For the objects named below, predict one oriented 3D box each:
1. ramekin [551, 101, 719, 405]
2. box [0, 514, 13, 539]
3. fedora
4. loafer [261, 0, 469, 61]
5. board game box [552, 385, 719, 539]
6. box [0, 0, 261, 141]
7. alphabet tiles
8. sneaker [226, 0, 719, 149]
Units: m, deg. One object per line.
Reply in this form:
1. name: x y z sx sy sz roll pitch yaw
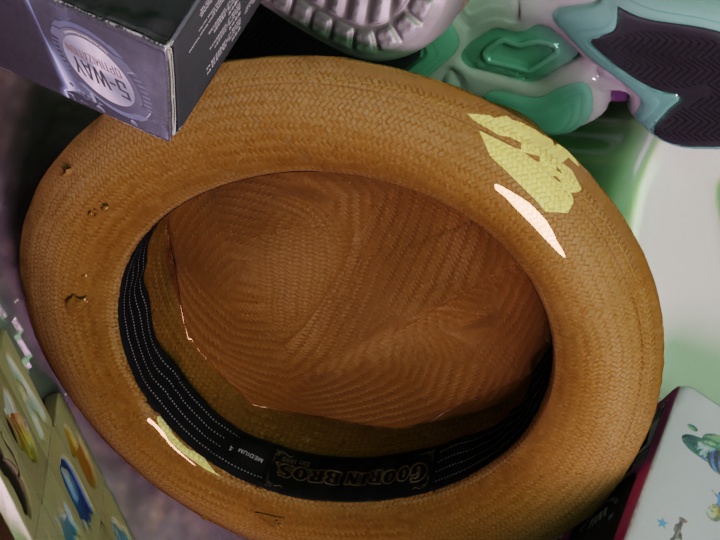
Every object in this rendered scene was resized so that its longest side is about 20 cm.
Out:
1. ramekin: 0.131 -0.003 0.956 0.199 0.098 0.201 -2 94 -28
2. box: -0.167 0.074 0.844 0.163 0.021 0.201 -32 107 -23
3. fedora: 0.000 0.000 0.862 0.201 0.200 0.082 50 37 -21
4. loafer: -0.038 -0.129 0.836 0.070 0.200 0.075 -23 147 -53
5. board game box: 0.054 0.151 0.850 0.064 0.148 0.200 32 48 -9
6. box: -0.072 -0.151 0.768 0.160 0.044 0.201 24 63 11
7. alphabet tiles: -0.064 0.118 0.830 0.006 0.167 0.201 -23 106 4
8. sneaker: 0.055 -0.108 0.900 0.078 0.199 0.140 79 26 -48
